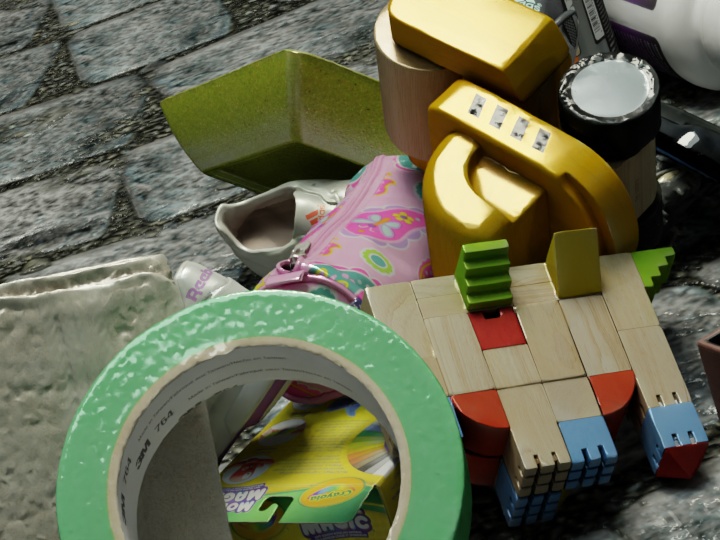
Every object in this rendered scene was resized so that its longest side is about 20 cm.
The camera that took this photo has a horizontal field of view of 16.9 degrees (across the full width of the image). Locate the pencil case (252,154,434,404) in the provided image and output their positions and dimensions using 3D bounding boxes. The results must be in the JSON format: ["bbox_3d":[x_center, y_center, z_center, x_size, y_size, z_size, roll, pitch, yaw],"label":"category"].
[{"bbox_3d":[0.000,0.000,1.400,0.087,0.088,0.200,-9,19,24],"label":"pencil case"}]

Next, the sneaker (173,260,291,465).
[{"bbox_3d":[-0.112,0.075,1.333,0.200,0.099,0.075,-51,3,28],"label":"sneaker"}]

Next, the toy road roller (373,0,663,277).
[{"bbox_3d":[0.069,-0.060,1.352,0.200,0.123,0.146,31,60,29],"label":"toy road roller"}]

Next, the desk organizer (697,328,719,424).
[{"bbox_3d":[0.251,0.073,1.146,0.072,0.077,0.200,-28,23,-22],"label":"desk organizer"}]

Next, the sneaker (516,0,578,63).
[{"bbox_3d":[0.098,-0.154,1.599,0.077,0.141,0.200,11,-14,15],"label":"sneaker"}]

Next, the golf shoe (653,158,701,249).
[{"bbox_3d":[0.112,-0.023,1.454,0.094,0.078,0.200,41,45,22],"label":"golf shoe"}]

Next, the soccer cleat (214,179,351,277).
[{"bbox_3d":[-0.001,-0.029,1.527,0.199,0.077,0.070,-9,66,33],"label":"soccer cleat"}]

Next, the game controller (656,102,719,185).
[{"bbox_3d":[0.202,-0.080,1.540,0.104,0.042,0.200,17,8,-23],"label":"game controller"}]

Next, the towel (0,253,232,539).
[{"bbox_3d":[-0.140,0.097,1.240,0.132,0.201,0.034,-10,-5,-12],"label":"towel"}]

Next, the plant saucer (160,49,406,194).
[{"bbox_3d":[-0.012,-0.075,1.603,0.199,0.048,0.200,19,-16,-27],"label":"plant saucer"}]

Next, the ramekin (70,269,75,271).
[{"bbox_3d":[-0.192,0.083,1.468,0.201,0.095,0.203,-17,21,7],"label":"ramekin"}]

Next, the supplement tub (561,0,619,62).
[{"bbox_3d":[0.109,-0.198,1.739,0.122,0.201,0.123,-19,18,6],"label":"supplement tub"}]

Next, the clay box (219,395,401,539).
[{"bbox_3d":[0.002,0.099,1.330,0.115,0.048,0.200,-4,26,34],"label":"clay box"}]

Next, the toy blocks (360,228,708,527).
[{"bbox_3d":[0.088,0.067,1.259,0.199,0.100,0.137,-7,53,-15],"label":"toy blocks"}]

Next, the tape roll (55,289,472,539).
[{"bbox_3d":[-0.046,0.110,1.176,0.199,0.048,0.201,-3,67,7],"label":"tape roll"}]

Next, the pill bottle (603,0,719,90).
[{"bbox_3d":[0.246,-0.191,1.737,0.111,0.112,0.200,-24,23,-13],"label":"pill bottle"}]
